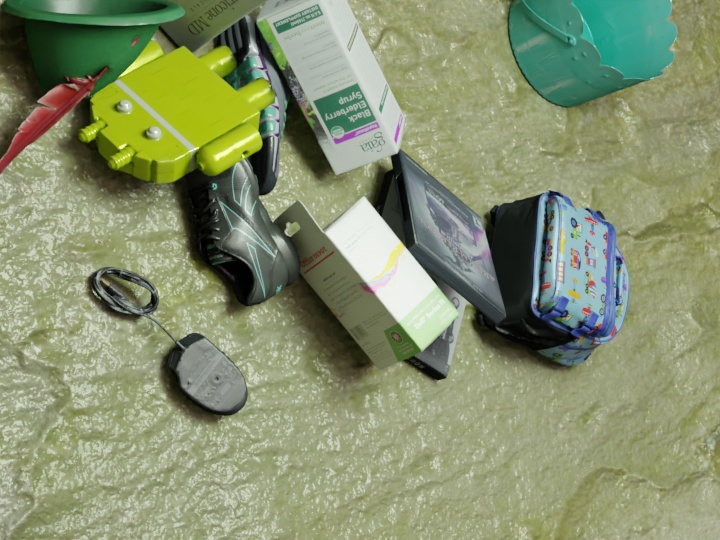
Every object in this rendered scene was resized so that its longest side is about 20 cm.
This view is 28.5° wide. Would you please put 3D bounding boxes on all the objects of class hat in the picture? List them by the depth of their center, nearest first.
[{"bbox_3d":[-0.271,-0.171,1.376,0.198,0.166,0.178,-2,108,-15],"label":"hat"}]

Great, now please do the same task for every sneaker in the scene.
[{"bbox_3d":[-0.136,-0.056,1.445,0.079,0.075,0.201,-42,104,-38],"label":"sneaker"},{"bbox_3d":[-0.095,-0.177,1.522,0.087,0.074,0.202,5,72,-44],"label":"sneaker"}]

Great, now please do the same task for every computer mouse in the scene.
[{"bbox_3d":[-0.189,0.070,1.395,0.200,0.034,0.059,47,68,-13],"label":"computer mouse"}]

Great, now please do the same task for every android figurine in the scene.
[{"bbox_3d":[-0.186,-0.158,1.409,0.199,0.041,0.182,-31,62,-33],"label":"android figurine"}]

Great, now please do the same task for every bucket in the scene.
[{"bbox_3d":[0.301,-0.321,1.859,0.206,0.134,0.209,14,67,-38],"label":"bucket"}]

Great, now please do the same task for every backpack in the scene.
[{"bbox_3d":[0.254,0.017,1.716,0.199,0.134,0.184,27,61,-34],"label":"backpack"}]

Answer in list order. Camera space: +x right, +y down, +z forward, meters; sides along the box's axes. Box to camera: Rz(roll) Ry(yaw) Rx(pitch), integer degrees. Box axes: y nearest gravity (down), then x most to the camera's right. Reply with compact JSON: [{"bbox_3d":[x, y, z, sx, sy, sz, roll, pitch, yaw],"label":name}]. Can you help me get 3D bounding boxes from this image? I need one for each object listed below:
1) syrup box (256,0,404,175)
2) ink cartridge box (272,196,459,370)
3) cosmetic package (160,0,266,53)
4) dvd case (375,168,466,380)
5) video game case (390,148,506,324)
[{"bbox_3d":[-0.029,-0.213,1.538,0.201,0.078,0.082,62,22,-25],"label":"syrup box"},{"bbox_3d":[0.000,0.000,1.492,0.067,0.117,0.200,-41,94,-26],"label":"ink cartridge box"},{"bbox_3d":[-0.163,-0.369,1.460,0.200,0.164,0.166,47,52,-18],"label":"cosmetic package"},{"bbox_3d":[0.065,0.003,1.630,0.150,0.025,0.201,33,57,-28],"label":"dvd case"},{"bbox_3d":[0.096,-0.041,1.574,0.143,0.019,0.201,38,23,-26],"label":"video game case"}]
